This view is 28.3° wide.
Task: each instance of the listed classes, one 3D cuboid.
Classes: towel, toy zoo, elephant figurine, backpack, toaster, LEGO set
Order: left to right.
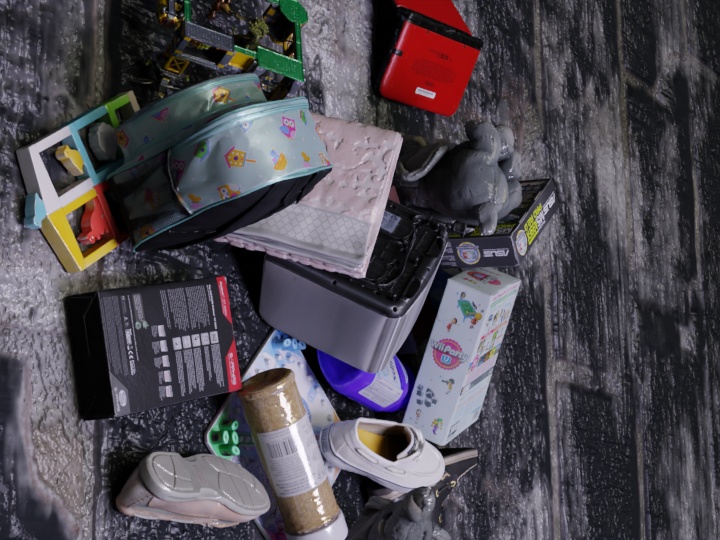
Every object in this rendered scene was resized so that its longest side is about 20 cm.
[{"bbox_3d":[-0.268,-0.085,1.425,0.200,0.020,0.132,-43,119,-51],"label":"toy zoo"},{"bbox_3d":[-0.154,-0.237,1.563,0.199,0.116,0.155,9,54,-34],"label":"LEGO set"},{"bbox_3d":[-0.136,-0.113,1.431,0.175,0.199,0.155,-17,94,-55],"label":"backpack"},{"bbox_3d":[-0.067,-0.099,1.595,0.032,0.198,0.192,102,3,-60],"label":"towel"},{"bbox_3d":[0.000,0.000,1.654,0.181,0.199,0.119,-58,169,-45],"label":"toaster"},{"bbox_3d":[0.039,0.320,1.626,0.141,0.155,0.201,27,97,-33],"label":"elephant figurine"},{"bbox_3d":[0.096,-0.113,1.807,0.155,0.198,0.143,-10,95,-64],"label":"elephant figurine"}]

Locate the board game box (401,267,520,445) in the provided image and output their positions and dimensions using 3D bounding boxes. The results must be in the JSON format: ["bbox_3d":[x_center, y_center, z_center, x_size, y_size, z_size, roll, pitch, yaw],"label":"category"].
[{"bbox_3d":[0.129,0.104,1.804,0.147,0.064,0.202,-20,129,-68],"label":"board game box"}]

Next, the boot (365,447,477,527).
[{"bbox_3d":[0.092,0.315,1.826,0.199,0.073,0.152,-17,96,-52],"label":"boot"}]

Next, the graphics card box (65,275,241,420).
[{"bbox_3d":[-0.207,0.076,1.455,0.199,0.051,0.127,-9,91,-57],"label":"graphics card box"}]

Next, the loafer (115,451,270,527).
[{"bbox_3d":[-0.173,0.231,1.476,0.200,0.063,0.072,25,30,-55],"label":"loafer"}]

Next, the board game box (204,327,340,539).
[{"bbox_3d":[-0.081,0.195,1.638,0.201,0.026,0.200,62,38,-27],"label":"board game box"}]

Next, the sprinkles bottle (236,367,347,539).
[{"bbox_3d":[-0.074,0.209,1.561,0.068,0.068,0.202,-36,113,-53],"label":"sprinkles bottle"}]

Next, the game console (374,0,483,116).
[{"bbox_3d":[0.070,-0.324,1.985,0.199,0.118,0.174,7,108,-55],"label":"game console"}]

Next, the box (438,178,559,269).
[{"bbox_3d":[0.140,-0.060,1.865,0.160,0.198,0.045,-51,130,-49],"label":"box"}]

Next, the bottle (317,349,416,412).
[{"bbox_3d":[0.018,0.129,1.749,0.200,0.065,0.084,37,25,-58],"label":"bottle"}]

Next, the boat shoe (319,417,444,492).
[{"bbox_3d":[0.043,0.214,1.705,0.199,0.070,0.071,25,53,-40],"label":"boat shoe"}]

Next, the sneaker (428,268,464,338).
[{"bbox_3d":[0.115,0.058,1.928,0.089,0.079,0.200,-42,144,-6],"label":"sneaker"}]

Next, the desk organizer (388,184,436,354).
[{"bbox_3d":[0.029,0.000,1.805,0.077,0.071,0.202,-40,116,-55],"label":"desk organizer"}]
